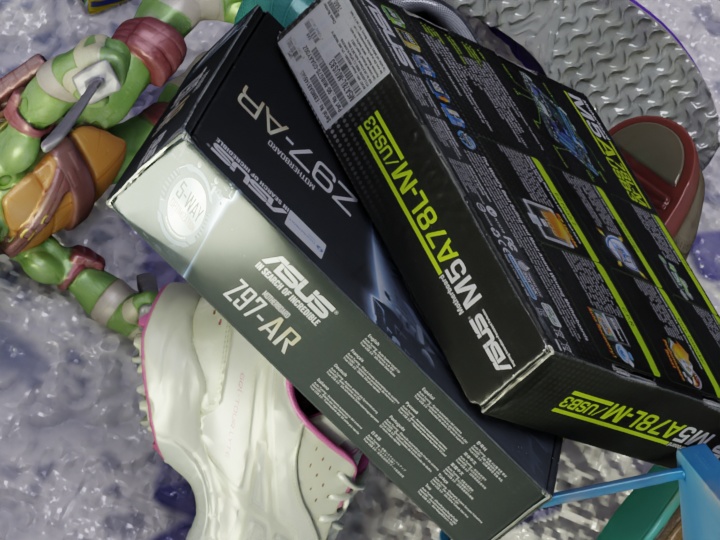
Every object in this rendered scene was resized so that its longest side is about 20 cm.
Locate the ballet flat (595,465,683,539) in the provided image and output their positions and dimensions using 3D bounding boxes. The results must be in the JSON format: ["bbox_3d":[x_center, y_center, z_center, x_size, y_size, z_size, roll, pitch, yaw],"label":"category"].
[{"bbox_3d":[0.116,0.161,1.126,0.072,0.068,0.200,46,63,-7],"label":"ballet flat"}]

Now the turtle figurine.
[{"bbox_3d":[-0.095,-0.045,1.155,0.144,0.200,0.194,53,57,-19],"label":"turtle figurine"}]

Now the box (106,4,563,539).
[{"bbox_3d":[0.000,0.000,1.023,0.200,0.044,0.160,45,22,-10],"label":"box"}]

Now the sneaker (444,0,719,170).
[{"bbox_3d":[0.103,-0.129,1.270,0.200,0.070,0.100,44,18,-8],"label":"sneaker"}]

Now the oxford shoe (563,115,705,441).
[{"bbox_3d":[0.105,0.029,1.189,0.070,0.075,0.200,30,80,31],"label":"oxford shoe"}]

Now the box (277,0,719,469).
[{"bbox_3d":[0.073,-0.014,1.065,0.047,0.193,0.200,-40,58,20],"label":"box"}]

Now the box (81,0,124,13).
[{"bbox_3d":[-0.062,-0.205,1.285,0.199,0.070,0.064,-25,69,-21],"label":"box"}]

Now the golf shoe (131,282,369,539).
[{"bbox_3d":[-0.032,0.098,1.069,0.091,0.201,0.075,-9,18,11],"label":"golf shoe"}]

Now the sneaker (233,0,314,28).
[{"bbox_3d":[-0.032,-0.032,1.123,0.071,0.080,0.201,-6,90,29],"label":"sneaker"}]

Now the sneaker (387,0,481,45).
[{"bbox_3d":[0.011,-0.047,1.186,0.075,0.114,0.201,7,61,-5],"label":"sneaker"}]

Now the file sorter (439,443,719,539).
[{"bbox_3d":[0.108,0.196,1.005,0.122,0.201,0.139,-11,21,-8],"label":"file sorter"}]
